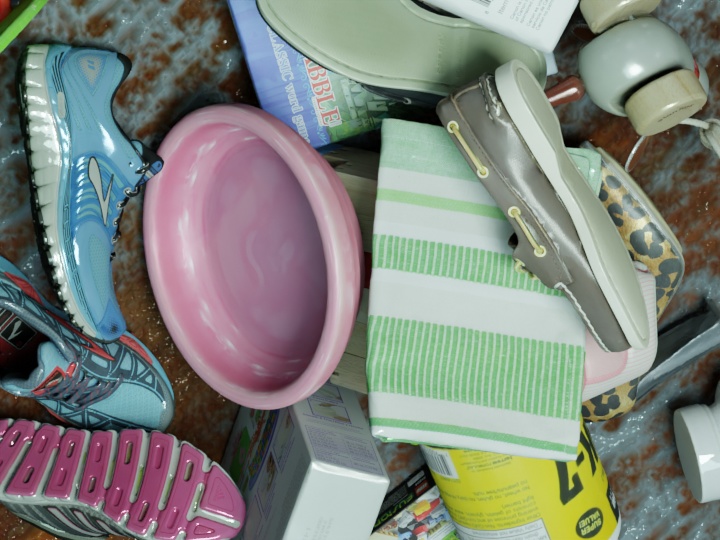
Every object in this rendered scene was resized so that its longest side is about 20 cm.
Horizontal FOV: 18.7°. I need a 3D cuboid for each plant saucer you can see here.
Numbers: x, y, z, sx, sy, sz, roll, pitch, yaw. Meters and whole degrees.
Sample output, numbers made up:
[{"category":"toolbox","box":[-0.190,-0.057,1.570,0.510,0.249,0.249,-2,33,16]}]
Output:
[{"category":"plant saucer","box":[-0.064,-0.012,1.427,0.051,0.200,0.201,-15,120,-40]}]

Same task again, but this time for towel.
[{"category":"towel","box":[0.078,0.014,1.371,0.152,0.023,0.201,8,81,-19]}]

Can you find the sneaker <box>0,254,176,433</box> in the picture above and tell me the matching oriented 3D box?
[{"category":"sneaker","box":[-0.212,0.067,1.470,0.200,0.096,0.079,33,105,-20]}]

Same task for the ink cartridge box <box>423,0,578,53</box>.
[{"category":"ink cartridge box","box":[0.055,-0.243,1.342,0.199,0.084,0.145,21,108,-18]}]

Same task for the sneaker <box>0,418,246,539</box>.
[{"category":"sneaker","box":[-0.168,0.152,1.501,0.199,0.074,0.087,9,158,14]}]

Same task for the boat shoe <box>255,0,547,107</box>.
[{"category":"boat shoe","box":[0.018,-0.144,1.389,0.199,0.066,0.075,11,78,-22]}]

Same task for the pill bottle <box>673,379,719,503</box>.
[{"category":"pill bottle","box":[0.329,0.109,1.565,0.199,0.111,0.111,-14,114,-3]}]

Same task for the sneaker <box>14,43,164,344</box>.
[{"category":"sneaker","box":[-0.169,-0.050,1.425,0.090,0.078,0.201,-8,101,-12]}]

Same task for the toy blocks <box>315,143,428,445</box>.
[{"category":"toy blocks","box":[0.000,0.000,1.458,0.100,0.136,0.201,-22,118,-47]}]

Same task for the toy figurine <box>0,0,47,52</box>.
[{"category":"toy figurine","box":[-0.287,-0.202,1.341,0.184,0.150,0.200,46,78,-13]}]

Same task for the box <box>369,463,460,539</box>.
[{"category":"box","box":[0.009,0.244,1.613,0.200,0.035,0.110,-39,113,8]}]

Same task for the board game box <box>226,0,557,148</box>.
[{"category":"board game box","box":[0.010,-0.195,1.424,0.199,0.041,0.201,-18,114,-1]}]

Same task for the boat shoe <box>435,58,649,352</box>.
[{"category":"boat shoe","box":[0.115,-0.031,1.348,0.059,0.072,0.200,-24,108,19]}]

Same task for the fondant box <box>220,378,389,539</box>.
[{"category":"fondant box","box":[-0.046,0.149,1.474,0.058,0.200,0.145,13,110,-18]}]

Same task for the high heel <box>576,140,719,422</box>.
[{"category":"high heel","box":[0.158,0.015,1.522,0.142,0.071,0.200,-32,117,6]}]

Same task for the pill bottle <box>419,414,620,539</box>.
[{"category":"pill bottle","box":[0.116,0.153,1.531,0.114,0.114,0.200,-23,113,1]}]

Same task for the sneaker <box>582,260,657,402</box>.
[{"category":"sneaker","box":[0.131,-0.003,1.474,0.104,0.201,0.075,-13,153,-26]}]

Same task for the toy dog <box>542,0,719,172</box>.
[{"category":"toy dog","box":[0.171,-0.116,1.406,0.096,0.132,0.200,-24,149,12]}]
